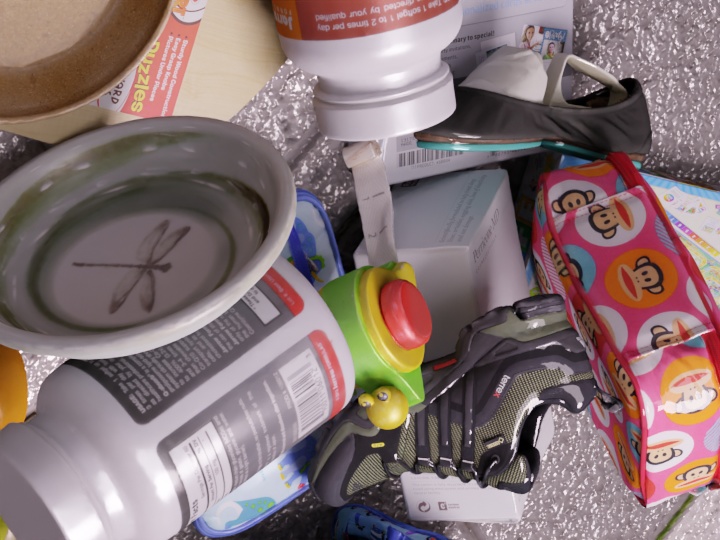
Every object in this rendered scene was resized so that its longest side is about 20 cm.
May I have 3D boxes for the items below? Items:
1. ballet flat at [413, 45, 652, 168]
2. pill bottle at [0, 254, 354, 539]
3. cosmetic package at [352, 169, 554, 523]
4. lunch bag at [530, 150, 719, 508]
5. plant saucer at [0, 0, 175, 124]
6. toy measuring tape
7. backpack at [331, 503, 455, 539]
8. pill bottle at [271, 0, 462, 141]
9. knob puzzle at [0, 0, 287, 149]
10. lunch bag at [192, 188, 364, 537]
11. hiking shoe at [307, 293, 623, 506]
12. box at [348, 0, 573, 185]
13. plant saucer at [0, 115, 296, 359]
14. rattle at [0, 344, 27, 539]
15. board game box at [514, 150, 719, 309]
[{"bbox_3d":[0.108,-0.104,1.727,0.199,0.068,0.069,2,96,-46],"label":"ballet flat"},{"bbox_3d":[-0.110,0.081,1.551,0.200,0.116,0.116,-35,123,-23],"label":"pill bottle"},{"bbox_3d":[0.062,0.048,1.757,0.113,0.081,0.201,-62,146,-55],"label":"cosmetic package"},{"bbox_3d":[0.169,0.045,1.729,0.081,0.201,0.177,-17,148,-8],"label":"lunch bag"},{"bbox_3d":[-0.198,-0.183,1.527,0.199,0.035,0.202,-2,102,-10],"label":"plant saucer"},{"bbox_3d":[0.000,0.000,1.632,0.073,0.073,0.201,15,54,-36],"label":"toy measuring tape"},{"bbox_3d":[0.008,0.225,1.762,0.199,0.182,0.135,21,87,-25],"label":"backpack"},{"bbox_3d":[-0.001,-0.184,1.609,0.112,0.112,0.201,-19,110,-26],"label":"pill bottle"},{"bbox_3d":[-0.126,-0.156,1.618,0.218,0.030,0.221,-11,112,-30],"label":"knob puzzle"},{"bbox_3d":[-0.074,0.048,1.697,0.160,0.082,0.201,-29,122,-25],"label":"lunch bag"},{"bbox_3d":[0.058,0.101,1.657,0.200,0.101,0.076,-36,167,20],"label":"hiking shoe"},{"bbox_3d":[0.064,-0.165,1.735,0.155,0.041,0.201,-14,115,-30],"label":"box"},{"bbox_3d":[-0.128,-0.008,1.532,0.199,0.200,0.050,-32,131,-20],"label":"plant saucer"},{"bbox_3d":[-0.163,0.144,1.595,0.130,0.200,0.144,25,93,-37],"label":"rattle"},{"bbox_3d":[0.182,-0.003,1.875,0.199,0.034,0.135,12,100,-36],"label":"board game box"}]
